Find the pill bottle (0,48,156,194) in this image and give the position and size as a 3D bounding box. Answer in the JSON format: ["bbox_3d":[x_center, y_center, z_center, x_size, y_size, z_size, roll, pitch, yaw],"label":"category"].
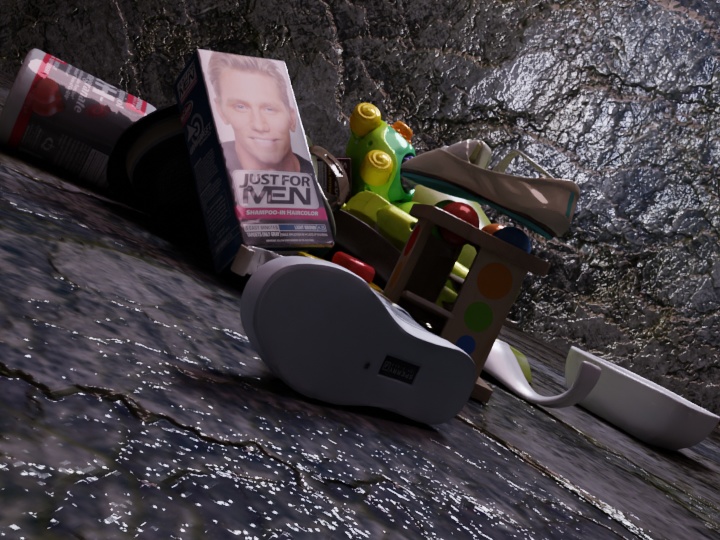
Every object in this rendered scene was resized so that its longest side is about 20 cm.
[{"bbox_3d":[-0.293,-0.153,0.928,0.198,0.112,0.111,24,3,-23],"label":"pill bottle"}]

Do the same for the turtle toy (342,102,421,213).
[{"bbox_3d":[0.032,-0.108,1.062,0.099,0.203,0.146,-1,-32,-19],"label":"turtle toy"}]

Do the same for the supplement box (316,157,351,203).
[{"bbox_3d":[-0.119,-0.112,1.037,0.197,0.062,0.109,-1,5,-17],"label":"supplement box"}]

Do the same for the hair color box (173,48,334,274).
[{"bbox_3d":[-0.101,-0.101,0.774,0.099,0.203,0.060,-2,-23,-37],"label":"hair color box"}]

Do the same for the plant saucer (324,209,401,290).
[{"bbox_3d":[0.000,0.000,0.982,0.199,0.032,0.201,34,-18,13],"label":"plant saucer"}]

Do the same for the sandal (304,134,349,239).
[{"bbox_3d":[-0.043,-0.101,0.897,0.056,0.081,0.202,-10,32,-2],"label":"sandal"}]

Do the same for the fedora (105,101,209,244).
[{"bbox_3d":[-0.161,-0.089,0.873,0.199,0.200,0.093,21,38,-51],"label":"fedora"}]

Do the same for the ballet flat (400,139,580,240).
[{"bbox_3d":[0.124,-0.090,0.796,0.199,0.070,0.069,29,5,39],"label":"ballet flat"}]

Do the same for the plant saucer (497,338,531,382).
[{"bbox_3d":[0.161,0.100,1.186,0.198,0.031,0.200,26,3,-1],"label":"plant saucer"}]

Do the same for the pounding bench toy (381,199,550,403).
[{"bbox_3d":[0.084,0.014,0.835,0.123,0.158,0.200,25,3,-7],"label":"pounding bench toy"}]

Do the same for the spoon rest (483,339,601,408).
[{"bbox_3d":[0.178,0.116,0.965,0.198,0.062,0.099,10,-10,46],"label":"spoon rest"}]

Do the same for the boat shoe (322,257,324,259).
[{"bbox_3d":[-0.089,-0.019,0.873,0.067,0.074,0.200,54,10,30],"label":"boat shoe"}]

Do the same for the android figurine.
[{"bbox_3d":[0.045,-0.020,0.969,0.199,0.041,0.183,34,-21,11],"label":"android figurine"}]

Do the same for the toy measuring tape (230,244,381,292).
[{"bbox_3d":[-0.032,0.015,0.710,0.073,0.074,0.199,27,3,26],"label":"toy measuring tape"}]

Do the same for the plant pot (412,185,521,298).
[{"bbox_3d":[0.125,-0.018,1.163,0.200,0.188,0.186,46,14,31],"label":"plant pot"}]

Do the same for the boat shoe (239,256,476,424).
[{"bbox_3d":[-0.016,0.039,0.510,0.090,0.072,0.199,27,-4,45],"label":"boat shoe"}]

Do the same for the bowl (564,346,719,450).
[{"bbox_3d":[0.395,0.191,1.195,0.199,0.076,0.199,30,5,41],"label":"bowl"}]
